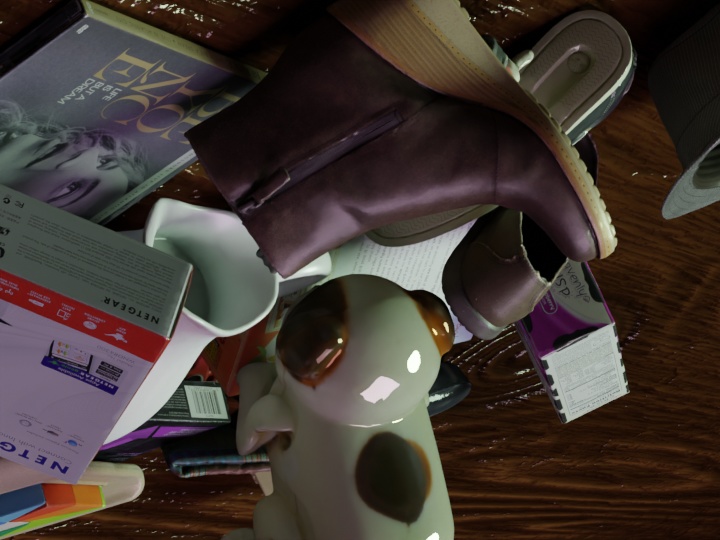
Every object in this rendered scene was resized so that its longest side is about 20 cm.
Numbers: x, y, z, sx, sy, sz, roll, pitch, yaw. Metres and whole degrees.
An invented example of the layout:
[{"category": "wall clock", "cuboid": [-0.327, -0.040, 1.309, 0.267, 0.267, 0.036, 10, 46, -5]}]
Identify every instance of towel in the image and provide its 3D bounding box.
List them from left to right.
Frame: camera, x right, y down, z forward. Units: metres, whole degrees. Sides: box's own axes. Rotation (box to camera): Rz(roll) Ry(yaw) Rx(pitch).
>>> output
[{"category": "towel", "cuboid": [-0.074, 0.129, 1.560, 0.146, 0.022, 0.200, -3, -176, -7]}]

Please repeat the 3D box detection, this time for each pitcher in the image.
[{"category": "pitcher", "cuboid": [-0.128, 0.030, 1.256, 0.200, 0.122, 0.171, -29, 162, 36]}]

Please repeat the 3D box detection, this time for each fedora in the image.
[{"category": "fedora", "cuboid": [0.257, -0.125, 1.373, 0.200, 0.090, 0.177, -28, 163, -11]}]

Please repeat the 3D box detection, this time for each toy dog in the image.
[{"category": "toy dog", "cuboid": [-0.009, 0.100, 1.298, 0.139, 0.201, 0.194, -5, -161, -18]}]

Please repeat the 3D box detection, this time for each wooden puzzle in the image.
[{"category": "wooden puzzle", "cuboid": [-0.259, 0.166, 1.452, 0.185, 0.037, 0.200, -17, 166, 9]}]

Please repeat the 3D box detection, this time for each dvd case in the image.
[{"category": "dvd case", "cuboid": [-0.145, -0.078, 1.136, 0.149, 0.016, 0.200, -33, 160, 20]}]

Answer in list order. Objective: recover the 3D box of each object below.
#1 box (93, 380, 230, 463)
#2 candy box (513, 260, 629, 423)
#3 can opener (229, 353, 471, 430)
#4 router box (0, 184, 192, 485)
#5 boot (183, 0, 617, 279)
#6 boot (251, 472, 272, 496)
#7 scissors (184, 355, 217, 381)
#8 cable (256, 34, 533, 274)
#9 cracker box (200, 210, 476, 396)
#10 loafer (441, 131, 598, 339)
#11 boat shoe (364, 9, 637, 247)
[{"category": "box", "cuboid": [-0.210, 0.120, 1.473, 0.200, 0.036, 0.143, -20, 166, 26]}, {"category": "candy box", "cuboid": [0.136, 0.018, 1.529, 0.061, 0.137, 0.200, -24, 161, 1]}, {"category": "can opener", "cuboid": [-0.011, 0.078, 1.585, 0.200, 0.079, 0.064, -8, 117, -32]}, {"category": "router box", "cuboid": [-0.208, 0.021, 1.102, 0.200, 0.049, 0.180, 22, 144, -10]}, {"category": "boot", "cuboid": [0.024, -0.047, 1.150, 0.166, 0.200, 0.072, -39, -175, 0]}, {"category": "boot", "cuboid": [-0.006, 0.150, 1.767, 0.166, 0.072, 0.200, -23, 157, -3]}, {"category": "scissors", "cuboid": [-0.093, 0.043, 1.465, 0.073, 0.014, 0.200, -12, 156, -25]}, {"category": "cable", "cuboid": [0.027, -0.066, 1.208, 0.200, 0.050, 0.097, -51, -164, -25]}, {"category": "cracker box", "cuboid": [0.000, 0.000, 1.392, 0.200, 0.058, 0.134, -11, 138, -32]}, {"category": "loafer", "cuboid": [0.118, -0.033, 1.330, 0.071, 0.073, 0.200, -25, -155, 37]}, {"category": "boat shoe", "cuboid": [0.086, -0.079, 1.309, 0.200, 0.072, 0.068, -37, 169, 4]}]
